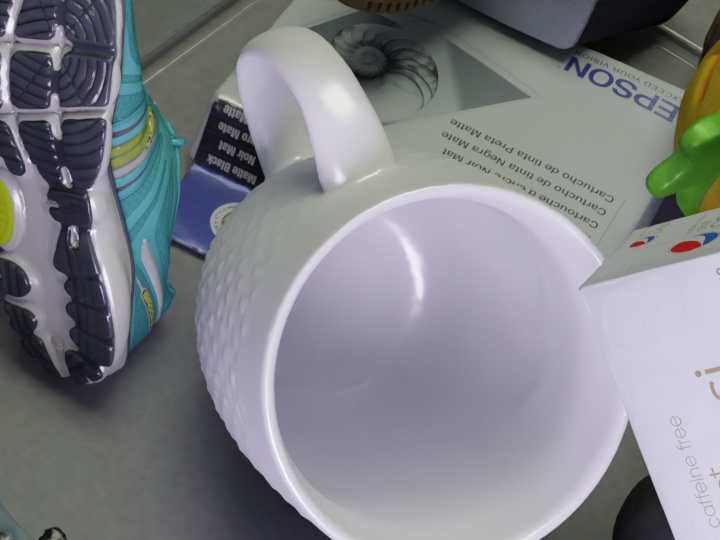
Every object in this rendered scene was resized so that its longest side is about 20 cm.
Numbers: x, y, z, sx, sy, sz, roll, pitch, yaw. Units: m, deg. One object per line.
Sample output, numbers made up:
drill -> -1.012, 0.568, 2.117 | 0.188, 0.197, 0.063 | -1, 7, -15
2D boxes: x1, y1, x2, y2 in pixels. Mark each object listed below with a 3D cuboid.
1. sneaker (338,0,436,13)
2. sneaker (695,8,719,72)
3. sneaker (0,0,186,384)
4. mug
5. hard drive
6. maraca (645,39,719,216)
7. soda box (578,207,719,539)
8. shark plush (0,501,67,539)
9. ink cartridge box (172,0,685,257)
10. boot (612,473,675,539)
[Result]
sneaker -> 0.026, -0.188, 1.289 | 0.108, 0.070, 0.200 | 42, 47, 23
sneaker -> 0.264, -0.092, 1.368 | 0.199, 0.076, 0.071 | 9, 45, -5
sneaker -> -0.112, -0.054, 1.155 | 0.077, 0.201, 0.080 | 15, 31, 27
mug -> 0.000, 0.000, 1.112 | 0.147, 0.201, 0.175 | -23, 17, -12
hard drive -> 0.058, -0.171, 1.387 | 0.200, 0.042, 0.135 | 33, 27, 23
maraca -> 0.193, -0.066, 1.259 | 0.107, 0.137, 0.200 | 53, 18, 15
soda box -> 0.152, 0.078, 1.045 | 0.068, 0.201, 0.064 | -15, 13, 30
shark plush -> -0.106, 0.128, 1.049 | 0.090, 0.083, 0.200 | -6, 48, -19
ink cartridge box -> 0.034, -0.051, 1.292 | 0.199, 0.041, 0.200 | 24, 45, 10
boot -> 0.044, 0.147, 1.090 | 0.199, 0.073, 0.182 | 2, 46, -5
